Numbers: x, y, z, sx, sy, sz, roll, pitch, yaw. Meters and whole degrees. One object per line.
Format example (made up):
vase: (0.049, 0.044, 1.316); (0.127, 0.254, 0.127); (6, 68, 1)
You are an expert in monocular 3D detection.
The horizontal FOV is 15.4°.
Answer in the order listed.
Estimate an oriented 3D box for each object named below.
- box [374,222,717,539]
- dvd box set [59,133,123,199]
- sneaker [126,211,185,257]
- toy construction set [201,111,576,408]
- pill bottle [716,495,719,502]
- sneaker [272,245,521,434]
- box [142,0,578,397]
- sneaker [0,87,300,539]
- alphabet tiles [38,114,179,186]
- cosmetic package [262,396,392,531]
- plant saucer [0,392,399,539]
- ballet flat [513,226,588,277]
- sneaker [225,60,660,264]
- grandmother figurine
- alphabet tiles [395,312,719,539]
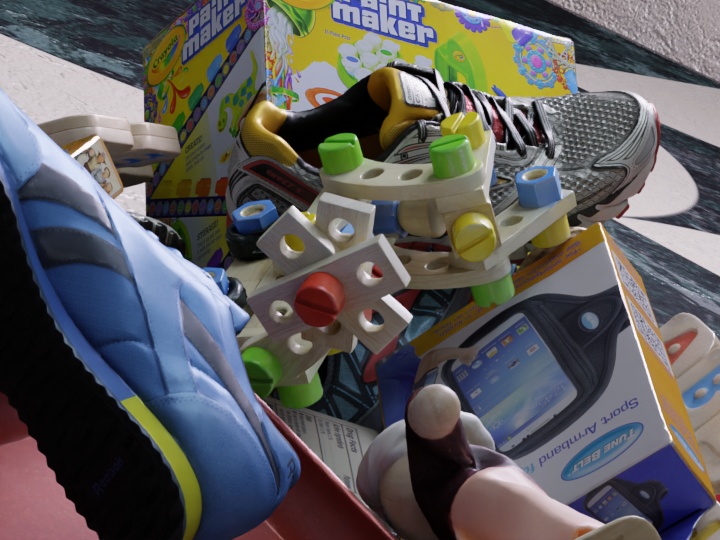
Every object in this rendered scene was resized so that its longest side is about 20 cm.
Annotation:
box: (0.070, 0.069, 1.061); (0.042, 0.119, 0.200); (52, 13, -24)
dvd box set: (-0.191, 0.012, 1.021); (0.146, 0.030, 0.200); (-19, 13, 23)
sneaker: (-0.171, -0.001, 1.244); (0.199, 0.079, 0.089); (-1, 20, -37)
toy construction set: (0.000, 0.000, 1.068); (0.130, 0.093, 0.200); (-5, 12, 22)
pill bottle: (0.164, 0.134, 1.167); (0.199, 0.113, 0.112); (15, 14, -21)
sneaker: (0.006, 0.019, 1.204); (0.095, 0.201, 0.079); (35, -31, -17)
box: (0.005, -0.033, 1.356); (0.199, 0.194, 0.122); (13, -28, -31)
sneaker: (-0.093, 0.007, 0.925); (0.078, 0.066, 0.201); (-25, 77, -43)
alphabet tiles: (-0.191, -0.044, 1.267); (0.199, 0.015, 0.195); (-13, -7, 23)
cosmetic package: (-0.092, 0.082, 1.070); (0.199, 0.073, 0.104); (19, 14, -9)
plant saucer: (-0.079, 0.109, 0.918); (0.199, 0.037, 0.200); (-16, 50, -46)
ballet flat: (0.092, 0.059, 1.216); (0.070, 0.201, 0.065); (-14, 31, -11)
sneaker: (0.038, -0.050, 1.178); (0.199, 0.082, 0.078); (-11, 42, -10)
grandmother figurine: (0.048, 0.089, 0.921); (0.060, 0.122, 0.200); (-27, 16, -14)
alphabet tiles: (0.077, 0.095, 1.071); (0.015, 0.195, 0.200); (53, -1, -26)
